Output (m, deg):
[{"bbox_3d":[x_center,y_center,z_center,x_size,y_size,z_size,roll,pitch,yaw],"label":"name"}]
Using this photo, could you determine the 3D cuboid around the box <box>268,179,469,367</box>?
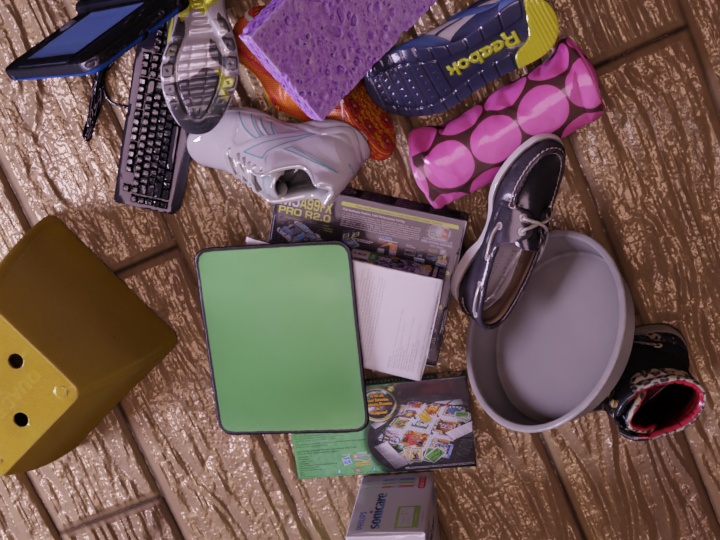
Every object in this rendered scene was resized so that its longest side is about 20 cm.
[{"bbox_3d":[0.000,0.000,1.105,0.199,0.044,0.161,11,104,4],"label":"box"}]

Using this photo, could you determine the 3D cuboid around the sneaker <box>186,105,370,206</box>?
[{"bbox_3d":[-0.094,-0.111,1.047,0.199,0.080,0.071,8,142,26],"label":"sneaker"}]

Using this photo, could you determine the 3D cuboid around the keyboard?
[{"bbox_3d":[-0.232,-0.167,1.107,0.126,0.021,0.201,13,104,4],"label":"keyboard"}]

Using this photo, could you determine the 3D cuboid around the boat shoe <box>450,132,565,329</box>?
[{"bbox_3d":[0.149,-0.034,1.021,0.074,0.060,0.201,10,120,-31],"label":"boat shoe"}]

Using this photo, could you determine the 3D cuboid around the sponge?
[{"bbox_3d":[-0.008,-0.247,0.989,0.200,0.030,0.112,-48,124,-8],"label":"sponge"}]

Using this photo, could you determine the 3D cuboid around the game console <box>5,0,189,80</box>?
[{"bbox_3d":[-0.257,-0.272,0.986,0.171,0.199,0.119,-45,121,-26],"label":"game console"}]

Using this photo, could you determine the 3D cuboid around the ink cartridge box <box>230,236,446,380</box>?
[{"bbox_3d":[-0.022,0.032,1.067,0.199,0.050,0.110,13,107,5],"label":"ink cartridge box"}]

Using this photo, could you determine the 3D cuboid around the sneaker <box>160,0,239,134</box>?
[{"bbox_3d":[-0.155,-0.233,1.038,0.074,0.085,0.202,0,92,-6],"label":"sneaker"}]

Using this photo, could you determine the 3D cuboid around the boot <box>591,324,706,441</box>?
[{"bbox_3d":[0.233,0.119,1.047,0.202,0.154,0.074,-18,102,10],"label":"boot"}]

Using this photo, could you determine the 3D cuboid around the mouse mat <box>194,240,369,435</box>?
[{"bbox_3d":[-0.078,0.070,1.055,0.160,0.008,0.201,-3,105,11],"label":"mouse mat"}]

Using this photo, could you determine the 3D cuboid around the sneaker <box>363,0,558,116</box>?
[{"bbox_3d":[0.098,-0.211,1.029,0.199,0.082,0.074,-18,116,21],"label":"sneaker"}]

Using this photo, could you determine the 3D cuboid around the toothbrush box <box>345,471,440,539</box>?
[{"bbox_3d":[0.043,0.337,1.129,0.085,0.146,0.201,-5,102,9],"label":"toothbrush box"}]

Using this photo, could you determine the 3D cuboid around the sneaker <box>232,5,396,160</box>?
[{"bbox_3d":[-0.047,-0.179,1.065,0.200,0.073,0.077,42,129,-3],"label":"sneaker"}]

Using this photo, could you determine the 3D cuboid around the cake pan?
[{"bbox_3d":[0.186,0.061,1.035,0.037,0.200,0.201,20,109,-36],"label":"cake pan"}]

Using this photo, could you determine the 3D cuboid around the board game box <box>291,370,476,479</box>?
[{"bbox_3d":[0.022,0.169,1.155,0.199,0.023,0.106,-5,105,8],"label":"board game box"}]

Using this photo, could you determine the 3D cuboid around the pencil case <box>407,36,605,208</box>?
[{"bbox_3d":[0.137,-0.144,1.032,0.199,0.091,0.094,-29,59,13],"label":"pencil case"}]

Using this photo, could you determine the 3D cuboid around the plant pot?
[{"bbox_3d":[-0.347,0.093,1.104,0.200,0.176,0.200,45,104,-4],"label":"plant pot"}]
